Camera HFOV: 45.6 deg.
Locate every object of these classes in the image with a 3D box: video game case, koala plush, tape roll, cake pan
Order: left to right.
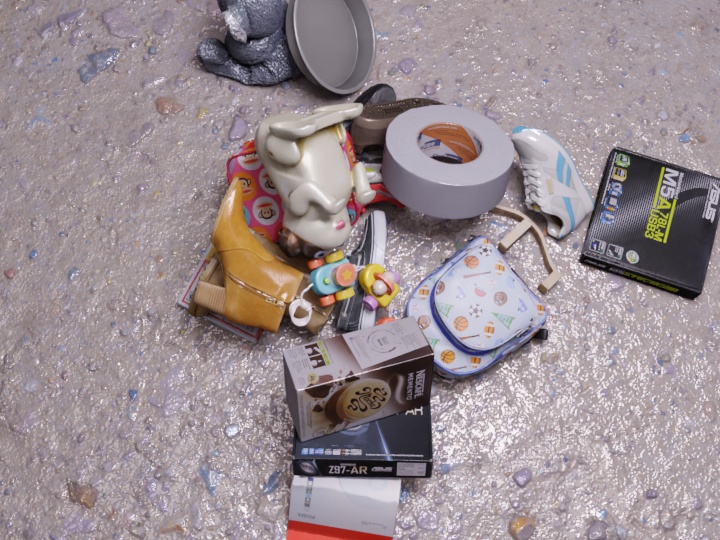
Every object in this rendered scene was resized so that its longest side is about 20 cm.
[{"bbox_3d":[-0.182,-0.003,1.364,0.142,0.017,0.202,25,74,8],"label":"video game case"},{"bbox_3d":[-0.170,-0.415,1.400,0.182,0.200,0.179,26,74,8],"label":"koala plush"},{"bbox_3d":[-0.050,-0.391,1.415,0.036,0.199,0.203,-2,66,42],"label":"cake pan"},{"bbox_3d":[0.132,-0.169,1.307,0.197,0.067,0.202,3,46,-4],"label":"tape roll"}]

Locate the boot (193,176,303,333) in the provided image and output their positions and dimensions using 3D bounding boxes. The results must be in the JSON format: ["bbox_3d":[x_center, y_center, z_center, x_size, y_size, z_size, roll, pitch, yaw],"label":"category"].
[{"bbox_3d":[-0.149,-0.020,1.237,0.142,0.071,0.204,16,97,-4],"label":"boot"}]

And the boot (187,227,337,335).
[{"bbox_3d":[-0.143,0.039,1.296,0.198,0.066,0.176,31,104,0],"label":"boot"}]

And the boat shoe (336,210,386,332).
[{"bbox_3d":[0.000,0.000,1.332,0.070,0.072,0.203,7,73,1],"label":"boat shoe"}]

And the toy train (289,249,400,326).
[{"bbox_3d":[0.001,0.055,1.248,0.198,0.055,0.152,24,74,-27],"label":"toy train"}]

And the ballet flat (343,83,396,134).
[{"bbox_3d":[-0.018,-0.237,1.430,0.199,0.057,0.067,-39,104,-6],"label":"ballet flat"}]

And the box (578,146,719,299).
[{"bbox_3d":[0.468,-0.078,1.368,0.191,0.048,0.202,18,74,8],"label":"box"}]

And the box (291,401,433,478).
[{"bbox_3d":[0.005,0.220,1.241,0.197,0.044,0.161,2,44,1],"label":"box"}]

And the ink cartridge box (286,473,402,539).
[{"bbox_3d":[-0.026,0.351,1.233,0.158,0.047,0.203,8,71,3],"label":"ink cartridge box"}]

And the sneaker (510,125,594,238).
[{"bbox_3d":[0.289,-0.138,1.330,0.081,0.076,0.200,-46,116,-12],"label":"sneaker"}]

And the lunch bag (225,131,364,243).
[{"bbox_3d":[-0.102,-0.141,1.298,0.197,0.082,0.178,-8,112,15],"label":"lunch bag"}]

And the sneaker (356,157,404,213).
[{"bbox_3d":[-0.010,-0.133,1.374,0.197,0.086,0.077,7,31,11],"label":"sneaker"}]

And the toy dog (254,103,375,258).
[{"bbox_3d":[-0.075,-0.114,1.192,0.192,0.139,0.203,1,112,32],"label":"toy dog"}]

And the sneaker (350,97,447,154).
[{"bbox_3d":[0.071,-0.235,1.414,0.197,0.076,0.071,-5,44,-25],"label":"sneaker"}]

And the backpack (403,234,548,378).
[{"bbox_3d":[0.162,0.065,1.276,0.190,0.154,0.201,-38,77,-3],"label":"backpack"}]

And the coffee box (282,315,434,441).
[{"bbox_3d":[-0.003,0.151,1.199,0.197,0.114,0.080,-14,45,-14],"label":"coffee box"}]

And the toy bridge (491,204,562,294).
[{"bbox_3d":[0.248,-0.057,1.372,0.067,0.027,0.200,-40,76,-14],"label":"toy bridge"}]
